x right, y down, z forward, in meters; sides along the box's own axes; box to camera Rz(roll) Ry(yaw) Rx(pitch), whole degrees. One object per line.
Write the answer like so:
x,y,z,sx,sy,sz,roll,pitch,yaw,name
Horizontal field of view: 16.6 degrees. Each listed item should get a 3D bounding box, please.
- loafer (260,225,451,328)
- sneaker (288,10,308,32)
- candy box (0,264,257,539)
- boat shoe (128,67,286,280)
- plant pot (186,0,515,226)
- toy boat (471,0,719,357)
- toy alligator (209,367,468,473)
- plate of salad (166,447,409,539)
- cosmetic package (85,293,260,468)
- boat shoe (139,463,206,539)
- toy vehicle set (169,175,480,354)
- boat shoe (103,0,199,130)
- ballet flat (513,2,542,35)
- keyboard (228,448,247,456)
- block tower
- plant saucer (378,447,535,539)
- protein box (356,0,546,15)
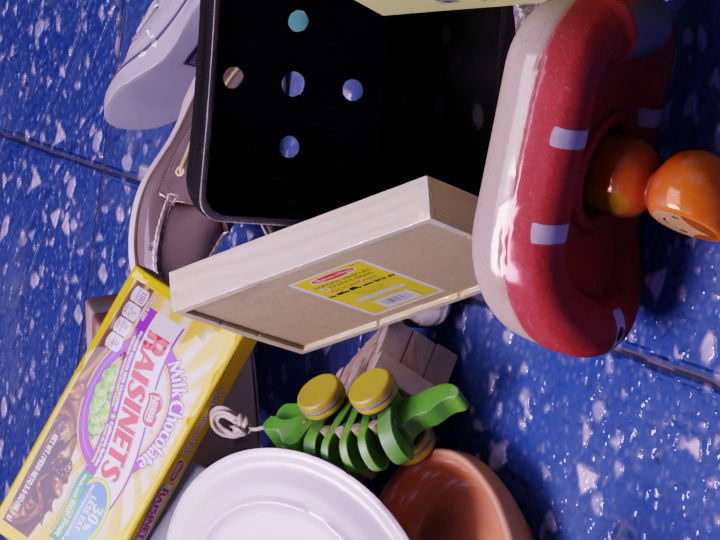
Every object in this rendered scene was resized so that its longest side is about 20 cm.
-0.003,-0.007,1.612,0.200,0.069,0.070,23,106,60,loafer
-0.060,-0.217,1.748,0.080,0.071,0.200,-62,38,30,sneaker
-0.156,0.106,1.613,0.102,0.026,0.201,30,91,27,candy box
-0.108,-0.070,1.779,0.059,0.072,0.201,-6,58,54,boat shoe
-0.019,-0.122,1.552,0.177,0.198,0.202,178,96,-73,plant pot
0.144,-0.047,1.320,0.130,0.130,0.201,20,111,27,toy boat
-0.023,0.104,1.522,0.199,0.059,0.054,-9,39,35,toy alligator
-0.035,0.203,1.532,0.199,0.048,0.202,11,111,29,plate of salad
-0.137,0.075,1.754,0.200,0.103,0.088,-139,45,-73,cosmetic package
-0.094,0.230,1.632,0.091,0.070,0.202,44,-148,-78,boat shoe
0.000,0.000,1.478,0.199,0.124,0.027,-20,65,34,toy vehicle set
-0.136,-0.181,1.898,0.200,0.073,0.066,-40,47,40,boat shoe
0.120,-0.140,1.422,0.071,0.069,0.202,6,95,43,ballet flat
-0.036,0.203,1.624,0.104,0.039,0.201,2,116,60,keyboard
-0.007,0.103,1.601,0.200,0.054,0.058,-46,16,51,block tower
0.058,0.210,1.504,0.200,0.037,0.202,-13,75,61,plant saucer
0.064,-0.228,1.308,0.199,0.198,0.136,-2,83,24,protein box
